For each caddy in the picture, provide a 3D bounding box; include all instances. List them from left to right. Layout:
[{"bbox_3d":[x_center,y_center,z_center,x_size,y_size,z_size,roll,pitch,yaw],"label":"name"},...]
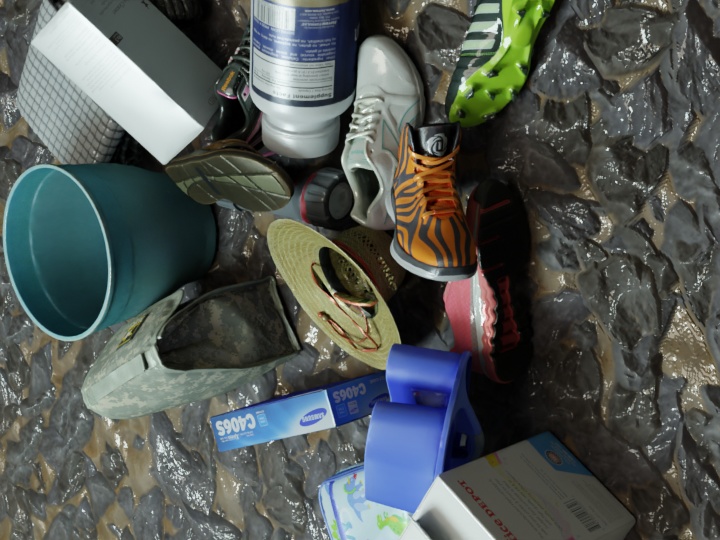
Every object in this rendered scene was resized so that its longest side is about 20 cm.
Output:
[{"bbox_3d":[0.069,0.159,1.590,0.105,0.142,0.200,11,147,8],"label":"caddy"}]

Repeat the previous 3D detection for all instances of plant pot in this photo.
[{"bbox_3d":[-0.278,-0.035,1.889,0.200,0.188,0.200,12,108,41],"label":"plant pot"}]

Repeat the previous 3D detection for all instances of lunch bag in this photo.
[{"bbox_3d":[-0.201,0.091,1.836,0.164,0.200,0.118,-29,79,45],"label":"lunch bag"},{"bbox_3d":[0.042,0.296,1.733,0.161,0.082,0.200,-20,85,48],"label":"lunch bag"}]

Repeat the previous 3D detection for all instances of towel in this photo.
[{"bbox_3d":[-0.321,-0.218,1.965,0.200,0.086,0.166,46,126,29],"label":"towel"}]

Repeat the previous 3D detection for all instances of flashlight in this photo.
[{"bbox_3d":[-0.086,-0.088,1.774,0.200,0.068,0.068,14,93,42],"label":"flashlight"}]

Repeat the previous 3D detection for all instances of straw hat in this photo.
[{"bbox_3d":[0.000,0.000,1.693,0.201,0.085,0.201,39,156,21],"label":"straw hat"}]

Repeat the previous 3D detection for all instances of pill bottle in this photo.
[{"bbox_3d":[-0.058,-0.220,1.672,0.111,0.111,0.200,32,132,35],"label":"pill bottle"}]

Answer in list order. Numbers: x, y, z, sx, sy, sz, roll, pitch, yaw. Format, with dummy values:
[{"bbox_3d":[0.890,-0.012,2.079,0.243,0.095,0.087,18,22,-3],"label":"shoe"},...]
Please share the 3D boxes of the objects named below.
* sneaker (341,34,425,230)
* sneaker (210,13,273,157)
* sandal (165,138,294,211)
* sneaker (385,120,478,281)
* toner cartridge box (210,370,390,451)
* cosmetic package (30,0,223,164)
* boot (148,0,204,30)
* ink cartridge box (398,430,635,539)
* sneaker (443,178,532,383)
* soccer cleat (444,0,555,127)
[{"bbox_3d":[0.021,-0.137,1.649,0.070,0.080,0.201,-2,97,47],"label":"sneaker"},{"bbox_3d":[-0.111,-0.211,1.754,0.080,0.086,0.200,25,116,36],"label":"sneaker"},{"bbox_3d":[-0.136,-0.107,1.751,0.082,0.055,0.200,51,155,-24],"label":"sandal"},{"bbox_3d":[0.065,-0.076,1.534,0.200,0.077,0.112,-115,27,-57],"label":"sneaker"},{"bbox_3d":[-0.066,0.155,1.793,0.200,0.095,0.043,-18,88,46],"label":"toner cartridge box"},{"bbox_3d":[-0.246,-0.226,1.793,0.200,0.113,0.081,41,127,-13],"label":"cosmetic package"},{"bbox_3d":[-0.274,-0.343,1.887,0.211,0.079,0.158,-4,97,45],"label":"boot"},{"bbox_3d":[0.134,0.258,1.546,0.129,0.200,0.125,47,128,27],"label":"ink cartridge box"},{"bbox_3d":[0.111,0.010,1.599,0.087,0.074,0.200,9,106,45],"label":"sneaker"},{"bbox_3d":[0.130,-0.223,1.539,0.081,0.067,0.200,-110,35,-41],"label":"soccer cleat"}]
